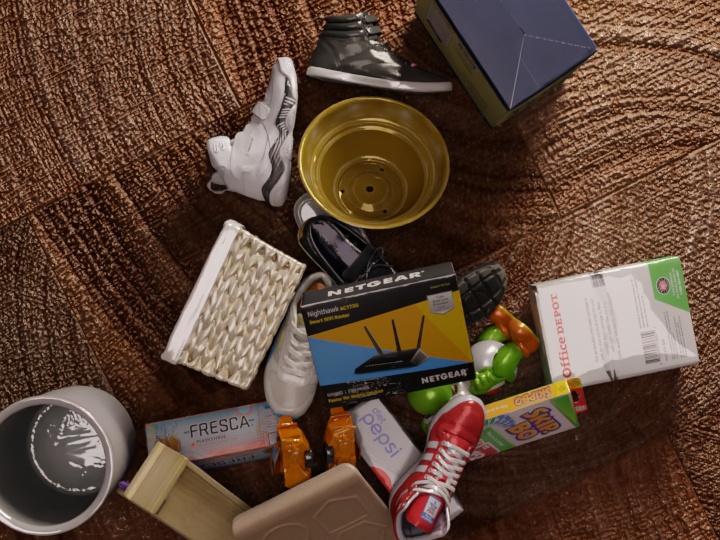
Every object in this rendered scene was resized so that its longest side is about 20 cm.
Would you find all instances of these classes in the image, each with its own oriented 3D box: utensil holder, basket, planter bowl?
[{"bbox_3d":[-0.384,0.238,1.517,0.169,0.200,0.171,0,89,0],"label":"utensil holder"},{"bbox_3d":[-0.164,0.048,1.555,0.123,0.136,0.201,27,90,-5],"label":"basket"},{"bbox_3d":[0.015,-0.126,1.564,0.199,0.084,0.202,2,64,-4],"label":"planter bowl"}]

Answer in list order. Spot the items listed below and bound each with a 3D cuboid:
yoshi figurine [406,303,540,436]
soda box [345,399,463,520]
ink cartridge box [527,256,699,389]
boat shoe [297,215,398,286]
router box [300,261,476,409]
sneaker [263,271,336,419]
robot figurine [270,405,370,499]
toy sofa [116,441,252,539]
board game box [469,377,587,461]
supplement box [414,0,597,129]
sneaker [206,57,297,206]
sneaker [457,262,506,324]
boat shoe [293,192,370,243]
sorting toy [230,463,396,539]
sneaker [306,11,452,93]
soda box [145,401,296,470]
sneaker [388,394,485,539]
[{"bbox_3d":[0.138,0.135,1.576,0.112,0.112,0.200,41,92,15],"label":"yoshi figurine"},{"bbox_3d":[0.053,0.261,1.589,0.068,0.063,0.200,-37,91,0],"label":"soda box"},{"bbox_3d":[0.337,0.070,1.581,0.199,0.084,0.147,-10,91,-1],"label":"ink cartridge box"},{"bbox_3d":[0.000,0.000,1.525,0.200,0.062,0.075,42,75,4],"label":"boat shoe"},{"bbox_3d":[0.035,0.083,1.491,0.199,0.051,0.150,-12,110,3],"label":"router box"},{"bbox_3d":[-0.081,0.097,1.553,0.076,0.081,0.201,13,70,-2],"label":"sneaker"},{"bbox_3d":[-0.056,0.272,1.549,0.144,0.058,0.201,-8,130,-11],"label":"robot figurine"},{"bbox_3d":[-0.217,0.308,1.538,0.200,0.097,0.083,46,70,-38],"label":"toy sofa"},{"bbox_3d":[0.204,0.201,1.558,0.199,0.096,0.030,-21,51,5],"label":"board game box"},{"bbox_3d":[0.181,-0.312,1.522,0.134,0.200,0.201,-33,90,-1],"label":"supplement box"},{"bbox_3d":[-0.146,-0.191,1.581,0.114,0.075,0.201,6,93,-3],"label":"sneaker"},{"bbox_3d":[0.107,0.050,1.579,0.200,0.079,0.076,-37,120,-9],"label":"sneaker"},{"bbox_3d":[-0.016,-0.023,1.588,0.074,0.065,0.202,-35,90,-1],"label":"boat shoe"},{"bbox_3d":[-0.050,0.346,1.553,0.184,0.037,0.200,-27,129,6],"label":"sorting toy"},{"bbox_3d":[0.032,-0.295,1.584,0.199,0.071,0.100,10,95,4],"label":"sneaker"},{"bbox_3d":[-0.184,0.225,1.578,0.199,0.068,0.064,-10,68,-1],"label":"soda box"},{"bbox_3d":[0.101,0.258,1.480,0.071,0.113,0.201,27,106,-8],"label":"sneaker"}]
